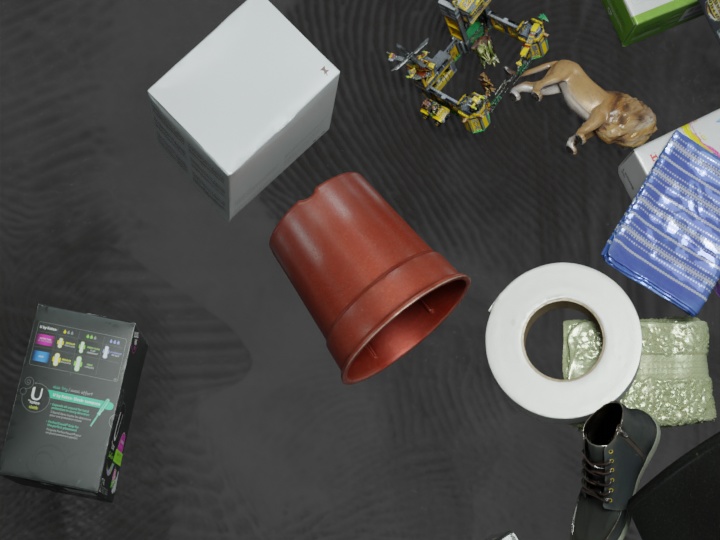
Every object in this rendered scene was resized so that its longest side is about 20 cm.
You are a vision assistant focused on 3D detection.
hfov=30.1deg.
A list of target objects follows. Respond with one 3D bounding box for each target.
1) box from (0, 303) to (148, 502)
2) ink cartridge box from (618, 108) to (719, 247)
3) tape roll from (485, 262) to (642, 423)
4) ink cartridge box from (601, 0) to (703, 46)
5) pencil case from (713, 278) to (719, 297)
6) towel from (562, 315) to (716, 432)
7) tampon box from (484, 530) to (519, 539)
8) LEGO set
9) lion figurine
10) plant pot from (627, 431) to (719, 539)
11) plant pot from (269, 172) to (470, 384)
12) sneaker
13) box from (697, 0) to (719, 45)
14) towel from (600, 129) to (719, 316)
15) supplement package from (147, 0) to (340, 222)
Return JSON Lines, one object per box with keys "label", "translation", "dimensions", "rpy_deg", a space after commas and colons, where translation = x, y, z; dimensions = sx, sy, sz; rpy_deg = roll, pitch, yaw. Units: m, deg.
{"label": "box", "translation": [-0.338, 0.160, 1.590], "dimensions": [0.122, 0.149, 0.203], "rpy_deg": [11, 76, -1]}
{"label": "ink cartridge box", "translation": [0.462, -0.123, 1.759], "dimensions": [0.198, 0.084, 0.146], "rpy_deg": [-25, 80, -9]}
{"label": "tape roll", "translation": [0.255, 0.091, 1.690], "dimensions": [0.200, 0.037, 0.206], "rpy_deg": [-3, 72, 10]}
{"label": "ink cartridge box", "translation": [0.389, -0.433, 1.831], "dimensions": [0.146, 0.076, 0.202], "rpy_deg": [-22, 78, -9]}
{"label": "pencil case", "translation": [0.550, -0.024, 1.749], "dimensions": [0.197, 0.084, 0.087], "rpy_deg": [-18, 102, -7]}
{"label": "towel", "translation": [0.356, 0.132, 1.714], "dimensions": [0.197, 0.037, 0.151], "rpy_deg": [-1, 78, -5]}
{"label": "tampon box", "translation": [0.139, 0.430, 1.578], "dimensions": [0.199, 0.126, 0.150], "rpy_deg": [-38, 82, -12]}
{"label": "LEGO set", "translation": [0.144, -0.291, 1.735], "dimensions": [0.200, 0.116, 0.154], "rpy_deg": [-44, 58, -7]}
{"label": "lion figurine", "translation": [0.294, -0.229, 1.778], "dimensions": [0.122, 0.073, 0.200], "rpy_deg": [-38, 78, -19]}
{"label": "plant pot", "translation": [0.438, 0.294, 1.590], "dimensions": [0.176, 0.199, 0.202], "rpy_deg": [-31, 78, 29]}
{"label": "plant pot", "translation": [0.000, 0.000, 1.646], "dimensions": [0.200, 0.201, 0.196], "rpy_deg": [-35, 73, -12]}
{"label": "sneaker", "translation": [0.288, 0.255, 1.627], "dimensions": [0.074, 0.106, 0.202], "rpy_deg": [18, 83, 41]}
{"label": "box", "translation": [0.547, -0.291, 1.770], "dimensions": [0.197, 0.049, 0.202], "rpy_deg": [-15, 77, -49]}
{"label": "towel", "translation": [0.409, -0.060, 1.686], "dimensions": [0.144, 0.024, 0.201], "rpy_deg": [32, 80, 4]}
{"label": "supplement package", "translation": [-0.145, -0.199, 1.666], "dimensions": [0.147, 0.200, 0.191], "rpy_deg": [45, 77, 6]}
